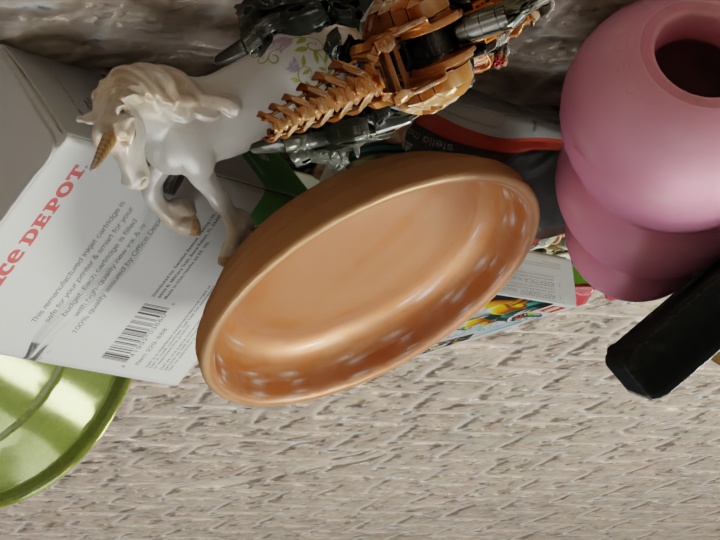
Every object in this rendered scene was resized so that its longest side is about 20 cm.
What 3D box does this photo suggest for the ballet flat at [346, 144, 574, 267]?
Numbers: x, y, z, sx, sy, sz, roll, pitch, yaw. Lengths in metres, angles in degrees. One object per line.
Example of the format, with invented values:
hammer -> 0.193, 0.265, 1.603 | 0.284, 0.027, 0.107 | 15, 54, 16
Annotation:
ballet flat -> 0.079, -0.034, 1.504 | 0.199, 0.071, 0.071 | 7, 162, -36

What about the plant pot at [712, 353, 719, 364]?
plant pot -> 0.314, 0.020, 1.577 | 0.199, 0.187, 0.186 | 12, 163, -8

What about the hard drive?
hard drive -> 0.194, 0.013, 1.301 | 0.139, 0.033, 0.200 | -40, 176, 1

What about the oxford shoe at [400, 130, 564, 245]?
oxford shoe -> 0.113, -0.046, 1.449 | 0.199, 0.074, 0.071 | 3, 164, -27

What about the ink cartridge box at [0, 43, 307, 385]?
ink cartridge box -> -0.146, -0.026, 1.319 | 0.200, 0.084, 0.146 | 15, 120, -50

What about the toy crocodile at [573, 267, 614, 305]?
toy crocodile -> 0.147, -0.002, 1.654 | 0.199, 0.062, 0.068 | -5, 166, 1

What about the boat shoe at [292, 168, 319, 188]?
boat shoe -> -0.036, -0.030, 1.496 | 0.063, 0.071, 0.200 | 37, -168, 34

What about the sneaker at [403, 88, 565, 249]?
sneaker -> 0.102, -0.048, 1.378 | 0.199, 0.082, 0.077 | 13, -166, -29

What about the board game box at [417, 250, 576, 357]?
board game box -> 0.016, 0.025, 1.484 | 0.200, 0.035, 0.126 | -20, 160, 41

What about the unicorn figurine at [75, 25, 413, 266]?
unicorn figurine -> -0.068, -0.069, 1.226 | 0.074, 0.200, 0.138 | 28, 147, 37

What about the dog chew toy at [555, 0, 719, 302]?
dog chew toy -> 0.158, -0.053, 1.274 | 0.124, 0.125, 0.200 | -2, 148, -8

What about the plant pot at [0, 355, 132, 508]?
plant pot -> -0.260, 0.016, 1.423 | 0.199, 0.201, 0.190 | -11, 151, 26

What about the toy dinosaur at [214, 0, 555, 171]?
toy dinosaur -> 0.012, -0.106, 1.115 | 0.135, 0.103, 0.200 | -10, 176, 37

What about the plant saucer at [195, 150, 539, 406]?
plant saucer -> 0.000, 0.000, 1.284 | 0.200, 0.038, 0.200 | -24, 153, -13
